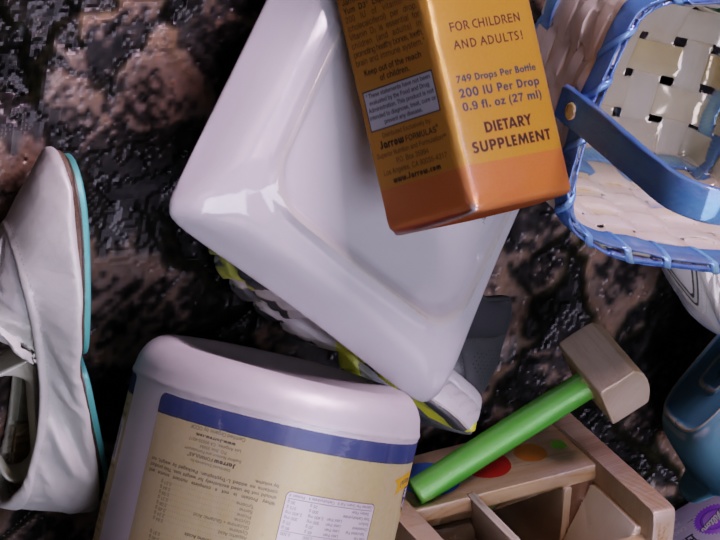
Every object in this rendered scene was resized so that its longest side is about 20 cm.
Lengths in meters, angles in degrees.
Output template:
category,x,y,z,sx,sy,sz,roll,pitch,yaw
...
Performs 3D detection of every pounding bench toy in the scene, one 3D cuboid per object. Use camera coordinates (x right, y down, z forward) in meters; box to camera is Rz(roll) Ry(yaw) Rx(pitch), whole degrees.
category,x,y,z,sx,sy,sz,roll,pitch,yaw
pounding bench toy,0.065,0.133,1.577,0.155,0.124,0.201,-11,120,-25

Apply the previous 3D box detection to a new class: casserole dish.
category,x,y,z,sx,sy,sz,roll,pitch,yaw
casserole dish,0.231,0.039,1.638,0.039,0.121,0.200,40,92,-12

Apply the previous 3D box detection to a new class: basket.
category,x,y,z,sx,sy,sz,roll,pitch,yaw
basket,0.168,-0.063,1.413,0.176,0.200,0.140,6,115,-34

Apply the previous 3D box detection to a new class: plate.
category,x,y,z,sx,sy,sz,roll,pitch,yaw
plate,0.020,-0.065,1.452,0.200,0.032,0.200,38,69,-38

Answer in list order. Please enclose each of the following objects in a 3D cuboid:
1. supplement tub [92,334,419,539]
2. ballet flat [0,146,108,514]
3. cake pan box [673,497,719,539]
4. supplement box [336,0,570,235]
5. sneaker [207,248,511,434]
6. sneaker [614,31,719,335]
category,x,y,z,sx,sy,sz,roll,pitch,yaw
supplement tub,-0.060,0.143,1.459,0.144,0.144,0.201,12,93,-35
ballet flat,-0.158,0.037,1.435,0.069,0.069,0.201,-16,126,-22
cake pan box,0.166,0.244,1.746,0.200,0.052,0.185,-31,129,-12
supplement box,0.034,-0.122,1.387,0.066,0.069,0.201,-13,87,-38
sneaker,0.000,0.000,1.512,0.200,0.074,0.085,44,65,-34
sneaker,0.168,-0.051,1.581,0.072,0.072,0.201,-32,113,-22
